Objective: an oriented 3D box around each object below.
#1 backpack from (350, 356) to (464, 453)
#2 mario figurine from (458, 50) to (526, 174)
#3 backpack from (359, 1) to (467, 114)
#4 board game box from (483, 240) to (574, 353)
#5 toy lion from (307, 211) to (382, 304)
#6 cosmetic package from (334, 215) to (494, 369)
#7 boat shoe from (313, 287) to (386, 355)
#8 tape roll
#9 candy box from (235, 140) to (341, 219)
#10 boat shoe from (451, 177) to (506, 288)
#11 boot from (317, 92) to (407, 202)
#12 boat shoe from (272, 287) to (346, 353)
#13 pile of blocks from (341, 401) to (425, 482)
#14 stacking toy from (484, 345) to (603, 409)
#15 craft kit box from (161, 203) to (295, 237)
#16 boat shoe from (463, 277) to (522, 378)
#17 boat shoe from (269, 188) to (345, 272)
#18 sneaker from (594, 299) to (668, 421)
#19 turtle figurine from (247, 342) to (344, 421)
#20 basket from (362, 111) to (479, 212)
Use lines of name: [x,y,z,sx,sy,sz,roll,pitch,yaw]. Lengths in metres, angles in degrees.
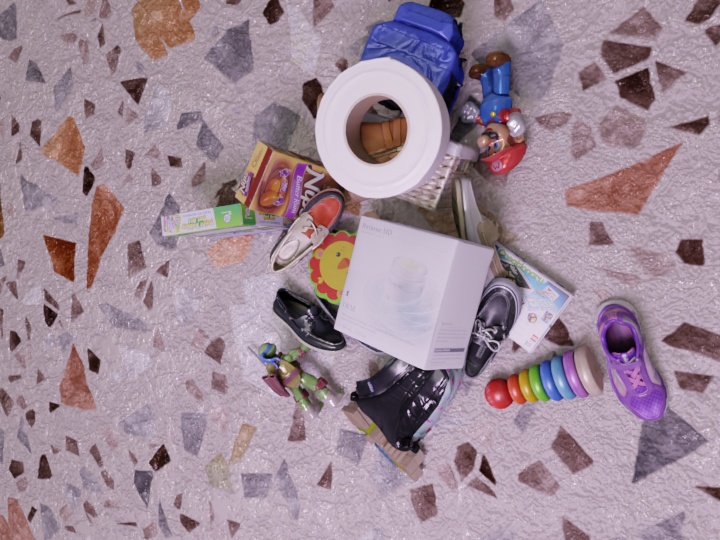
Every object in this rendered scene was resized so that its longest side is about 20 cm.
backpack: [0.098,0.212,1.031,0.167,0.126,0.201,41,116,15]
mario figurine: [0.222,-0.263,0.950,0.105,0.123,0.202,-9,86,13]
backpack: [0.106,-0.343,0.953,0.162,0.200,0.169,32,100,12]
board game box: [0.260,0.035,0.996,0.199,0.035,0.127,38,109,18]
toy lion: [0.000,0.000,1.070,0.191,0.069,0.201,-40,70,9]
cosmetic package: [0.083,0.032,0.909,0.198,0.122,0.202,18,96,41]
boat shoe: [-0.015,0.095,1.110,0.200,0.068,0.072,46,110,16]
tape roll: [0.034,-0.214,0.850,0.200,0.071,0.205,4,102,20]
candy box: [-0.129,-0.164,1.072,0.056,0.199,0.117,38,109,34]
boat shoe: [0.201,-0.066,0.950,0.068,0.075,0.202,-12,110,6]
boot: [0.024,-0.227,0.924,0.154,0.074,0.202,-21,99,29]
boat shoe: [-0.105,0.095,1.127,0.199,0.074,0.067,34,132,35]
pile of blocks: [0.054,0.325,1.109,0.200,0.082,0.062,45,67,6]
stacking toy: [0.310,0.199,0.966,0.199,0.085,0.086,-25,83,31]
craft kit box: [-0.265,-0.098,1.143,0.198,0.197,0.049,-5,93,24]
boat shoe: [0.218,0.105,0.960,0.073,0.068,0.201,29,130,14]
boat shoe: [-0.103,-0.073,1.063,0.071,0.063,0.200,42,111,-15]
sneaker: [0.432,0.150,0.895,0.080,0.088,0.202,-21,86,23]
turtle figurine: [-0.127,0.202,1.168,0.144,0.200,0.194,-40,100,-7]
basket: [0.092,-0.195,1.007,0.199,0.135,0.124,26,108,22]
